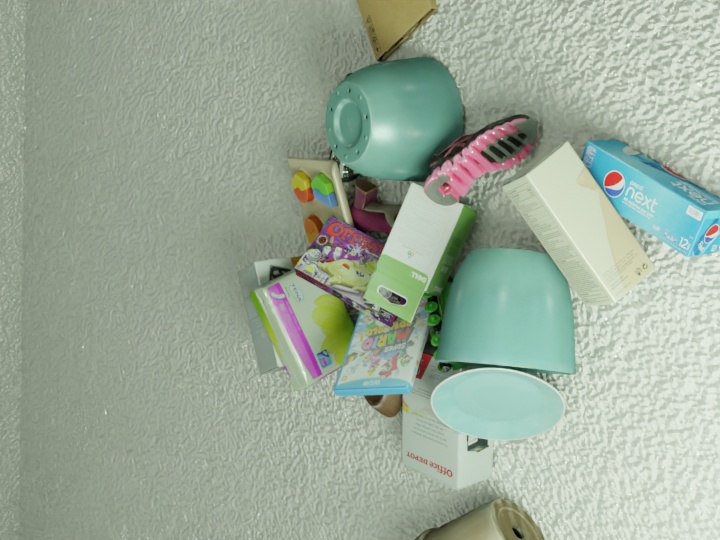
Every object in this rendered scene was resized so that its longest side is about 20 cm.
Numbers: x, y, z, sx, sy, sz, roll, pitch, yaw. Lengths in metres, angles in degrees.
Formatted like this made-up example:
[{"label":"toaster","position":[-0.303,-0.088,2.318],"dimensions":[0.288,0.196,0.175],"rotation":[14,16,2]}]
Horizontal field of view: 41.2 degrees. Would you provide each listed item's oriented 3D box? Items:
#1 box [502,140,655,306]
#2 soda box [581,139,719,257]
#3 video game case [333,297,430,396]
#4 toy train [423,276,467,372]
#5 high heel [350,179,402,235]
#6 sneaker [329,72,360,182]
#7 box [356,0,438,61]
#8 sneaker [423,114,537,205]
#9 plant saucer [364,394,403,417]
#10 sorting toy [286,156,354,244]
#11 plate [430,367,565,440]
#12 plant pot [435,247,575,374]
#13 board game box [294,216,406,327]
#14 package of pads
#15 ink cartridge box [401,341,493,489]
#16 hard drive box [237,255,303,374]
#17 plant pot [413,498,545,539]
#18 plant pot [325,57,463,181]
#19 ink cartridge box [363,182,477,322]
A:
[{"label":"box","position":[0.281,-0.058,1.247],"dimensions":[0.201,0.077,0.095],"rotation":[55,168,-5]},{"label":"soda box","position":[0.368,-0.096,1.218],"dimensions":[0.200,0.067,0.065],"rotation":[43,128,40]},{"label":"video game case","position":[0.044,0.116,1.576],"dimensions":[0.141,0.018,0.202],"rotation":[-7,47,32]},{"label":"toy train","position":[0.133,0.076,1.513],"dimensions":[0.202,0.055,0.042],"rotation":[-97,-12,-45]},{"label":"high heel","position":[0.052,-0.072,1.654],"dimensions":[0.200,0.067,0.097],"rotation":[47,146,41]},{"label":"sneaker","position":[-0.016,-0.255,1.706],"dimensions":[0.080,0.072,0.203],"rotation":[-128,48,-56]},{"label":"box","position":[0.048,-0.482,1.610],"dimensions":[0.163,0.021,0.203],"rotation":[-33,70,50]},{"label":"sneaker","position":[0.176,-0.184,1.442],"dimensions":[0.198,0.079,0.096],"rotation":[-30,33,29]},{"label":"plant saucer","position":[0.032,0.155,1.678],"dimensions":[0.200,0.034,0.205],"rotation":[180,90,-71]},{"label":"sorting toy","position":[-0.073,-0.113,1.756],"dimensions":[0.199,0.036,0.188],"rotation":[19,128,59]},{"label":"plate","position":[0.201,0.191,1.410],"dimensions":[0.200,0.198,0.026],"rotation":[-45,27,46]},{"label":"plant pot","position":[0.209,0.056,1.357],"dimensions":[0.199,0.198,0.164],"rotation":[-4,79,52]},{"label":"board game box","position":[0.000,0.000,1.625],"dimensions":[0.198,0.121,0.033],"rotation":[27,152,20]},{"label":"package of pads","position":[-0.093,0.095,1.761],"dimensions":[0.068,0.153,0.203],"rotation":[-25,91,55]},{"label":"ink cartridge box","position":[0.140,0.230,1.556],"dimensions":[0.145,0.082,0.204],"rotation":[13,106,50]},{"label":"hard drive box","position":[-0.133,0.081,1.831],"dimensions":[0.076,0.154,0.204],"rotation":[-24,77,51]},{"label":"plant pot","position":[0.188,0.450,1.467],"dimensions":[0.174,0.198,0.201],"rotation":[-50,57,25]},{"label":"plant pot","position":[0.041,-0.240,1.542],"dimensions":[0.199,0.159,0.205],"rotation":[14,108,51]},{"label":"ink cartridge box","position":[0.094,-0.026,1.522],"dimensions":[0.103,0.059,0.203],"rotation":[26,95,31]}]
